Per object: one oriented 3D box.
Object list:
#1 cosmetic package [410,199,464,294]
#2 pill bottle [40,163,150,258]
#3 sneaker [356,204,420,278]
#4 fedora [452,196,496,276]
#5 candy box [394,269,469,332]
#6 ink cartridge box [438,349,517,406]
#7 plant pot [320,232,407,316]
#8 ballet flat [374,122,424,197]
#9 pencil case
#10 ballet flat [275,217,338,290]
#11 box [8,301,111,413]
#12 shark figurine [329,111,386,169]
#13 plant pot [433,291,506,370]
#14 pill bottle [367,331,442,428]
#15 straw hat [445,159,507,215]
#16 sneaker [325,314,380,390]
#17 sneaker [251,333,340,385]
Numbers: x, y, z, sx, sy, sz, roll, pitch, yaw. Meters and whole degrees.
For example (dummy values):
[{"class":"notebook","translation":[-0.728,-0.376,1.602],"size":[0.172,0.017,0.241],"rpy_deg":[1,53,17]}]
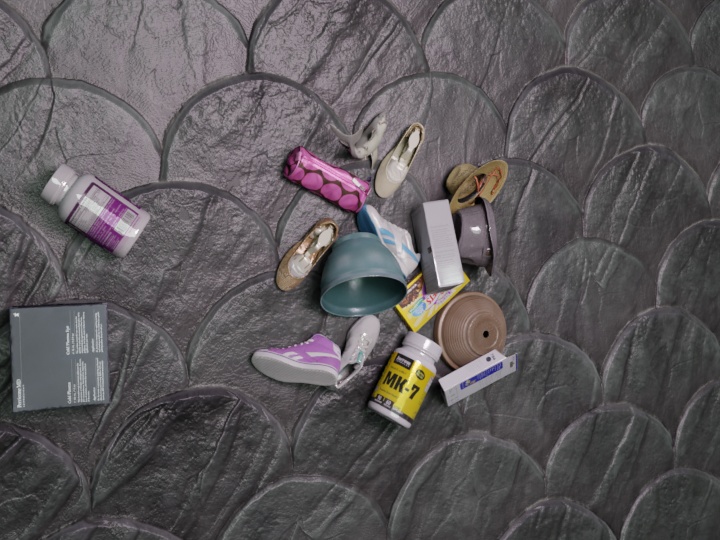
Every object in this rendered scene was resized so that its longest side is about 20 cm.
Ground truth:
[{"class":"cosmetic package","translation":[0.182,-0.055,1.769],"size":[0.073,0.102,0.204],"rpy_deg":[-10,81,-15]},{"class":"pill bottle","translation":[-0.535,-0.123,1.505],"size":[0.199,0.112,0.113],"rpy_deg":[36,77,-16]},{"class":"sneaker","translation":[0.065,-0.078,1.762],"size":[0.081,0.076,0.201],"rpy_deg":[-44,110,-24]},{"class":"fedora","translation":[0.263,-0.078,1.783],"size":[0.088,0.202,0.179],"rpy_deg":[-7,55,-4]},{"class":"candy box","translation":[0.169,0.049,1.819],"size":[0.199,0.026,0.103],"rpy_deg":[-42,104,-17]},{"class":"ink cartridge box","translation":[0.284,0.251,1.796],"size":[0.197,0.100,0.040],"rpy_deg":[-26,56,-4]},{"class":"plant pot","translation":[0.000,0.000,1.681],"size":[0.196,0.201,0.137],"rpy_deg":[3,61,-21]},{"class":"ballet flat","translation":[0.097,-0.267,1.778],"size":[0.069,0.069,0.202],"rpy_deg":[31,78,-17]},{"class":"pencil case","translation":[-0.074,-0.209,1.696],"size":[0.197,0.093,0.092],"rpy_deg":[24,81,-18]},{"class":"ballet flat","translation":[-0.119,-0.041,1.688],"size":[0.070,0.065,0.201],"rpy_deg":[39,76,-16]},{"class":"box","translation":[-0.593,0.167,1.479],"size":[0.179,0.104,0.205],"rpy_deg":[-1,89,-22]},{"class":"shark figurine","translation":[-0.014,-0.294,1.719],"size":[0.088,0.214,0.130],"rpy_deg":[20,115,17]},{"class":"plant pot","translation":[0.285,0.154,1.827],"size":[0.197,0.092,0.206],"rpy_deg":[0,90,-21]},{"class":"pill bottle","translation":[0.108,0.254,1.743],"size":[0.113,0.114,0.203],"rpy_deg":[31,78,-17]},{"class":"straw hat","translation":[0.260,-0.212,1.825],"size":[0.199,0.203,0.085],"rpy_deg":[-34,61,-19]},{"class":"sneaker","translation":[-0.008,0.192,1.713],"size":[0.075,0.088,0.202],"rpy_deg":[37,76,-15]},{"class":"sneaker","translation":[-0.141,0.190,1.682],"size":[0.196,0.073,0.116],"rpy_deg":[12,45,-2]}]
